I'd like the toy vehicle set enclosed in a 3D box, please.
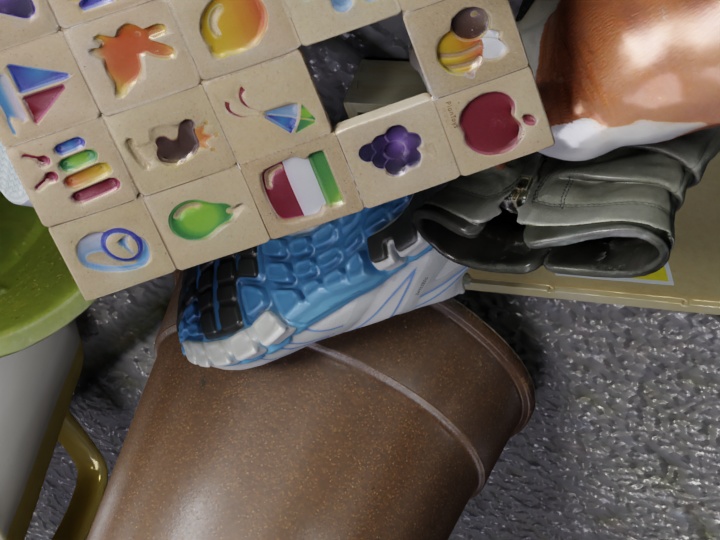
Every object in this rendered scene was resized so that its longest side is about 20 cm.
[{"bbox_3d":[0.103,-0.033,0.842,0.200,0.027,0.124,6,143,25],"label":"toy vehicle set"}]

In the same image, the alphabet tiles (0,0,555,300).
[{"bbox_3d":[-0.044,-0.090,0.592,0.167,0.008,0.200,-18,127,5],"label":"alphabet tiles"}]

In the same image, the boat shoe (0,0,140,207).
[{"bbox_3d":[-0.068,-0.109,0.638,0.067,0.074,0.200,0,124,-36],"label":"boat shoe"}]

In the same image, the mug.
[{"bbox_3d":[-0.228,0.082,1.094,0.149,0.153,0.187,16,146,11],"label":"mug"}]

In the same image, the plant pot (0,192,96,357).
[{"bbox_3d":[-0.210,-0.067,0.786,0.190,0.200,0.200,3,143,50],"label":"plant pot"}]

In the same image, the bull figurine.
[{"bbox_3d":[0.116,-0.092,0.658,0.200,0.121,0.065,1,161,28],"label":"bull figurine"}]

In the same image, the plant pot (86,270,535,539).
[{"bbox_3d":[-0.040,0.114,0.958,0.200,0.198,0.200,20,154,10],"label":"plant pot"}]

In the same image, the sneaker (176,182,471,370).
[{"bbox_3d":[0.000,0.000,0.854,0.087,0.075,0.200,16,151,-41],"label":"sneaker"}]

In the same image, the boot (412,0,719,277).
[{"bbox_3d":[0.124,-0.049,0.712,0.200,0.131,0.068,-4,138,35],"label":"boot"}]
